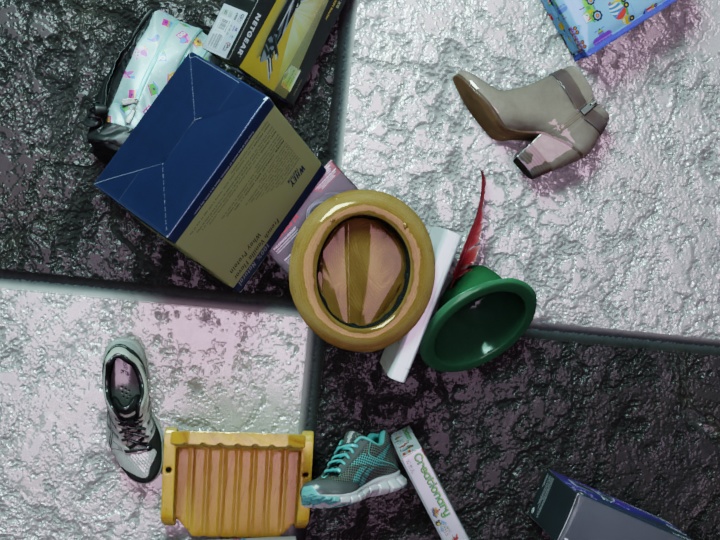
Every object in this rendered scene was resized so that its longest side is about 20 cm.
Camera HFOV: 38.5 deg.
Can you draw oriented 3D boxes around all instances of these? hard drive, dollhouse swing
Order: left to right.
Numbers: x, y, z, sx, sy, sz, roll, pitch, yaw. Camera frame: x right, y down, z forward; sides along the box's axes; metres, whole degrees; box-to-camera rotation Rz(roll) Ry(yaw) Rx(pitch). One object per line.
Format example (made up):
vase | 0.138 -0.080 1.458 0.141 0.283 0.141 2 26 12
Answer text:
dollhouse swing | -0.161 0.282 1.345 0.197 0.176 0.184 3 94 -6
hard drive | 0.078 0.042 1.369 0.026 0.132 0.202 21 92 -5

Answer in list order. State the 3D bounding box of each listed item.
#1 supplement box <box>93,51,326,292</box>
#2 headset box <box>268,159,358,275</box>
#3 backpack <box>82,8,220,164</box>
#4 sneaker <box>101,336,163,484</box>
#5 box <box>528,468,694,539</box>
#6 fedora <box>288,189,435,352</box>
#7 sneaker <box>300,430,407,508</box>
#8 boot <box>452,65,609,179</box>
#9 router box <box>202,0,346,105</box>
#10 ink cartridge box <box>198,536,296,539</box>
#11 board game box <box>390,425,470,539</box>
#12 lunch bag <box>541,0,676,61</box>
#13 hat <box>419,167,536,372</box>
supplement box | -0.177 -0.115 1.265 0.134 0.200 0.201 33 85 26
headset box | -0.038 -0.040 1.381 0.149 0.077 0.200 -44 98 -1
backpack | -0.264 -0.226 1.318 0.126 0.167 0.202 26 80 -13
sneaker | -0.310 0.193 1.368 0.075 0.088 0.203 -12 97 -6
box | 0.349 0.359 1.414 0.198 0.141 0.080 24 92 -7
fedora | 0.000 0.000 1.309 0.198 0.082 0.203 0 90 -6
sneaker | -0.017 0.262 1.371 0.077 0.199 0.092 -16 82 32
boot | 0.239 -0.229 1.404 0.146 0.070 0.201 -40 98 -8
router box | -0.098 -0.334 1.315 0.052 0.157 0.202 28 92 30
ink cartridge box | -0.176 0.452 1.361 0.197 0.145 0.147 -2 104 -5
board game box | 0.105 0.318 1.396 0.034 0.126 0.202 -27 97 -2
lunch bag | 0.342 -0.399 1.371 0.199 0.094 0.152 -31 96 4
hat | 0.138 0.013 1.424 0.199 0.177 0.166 -30 140 1
